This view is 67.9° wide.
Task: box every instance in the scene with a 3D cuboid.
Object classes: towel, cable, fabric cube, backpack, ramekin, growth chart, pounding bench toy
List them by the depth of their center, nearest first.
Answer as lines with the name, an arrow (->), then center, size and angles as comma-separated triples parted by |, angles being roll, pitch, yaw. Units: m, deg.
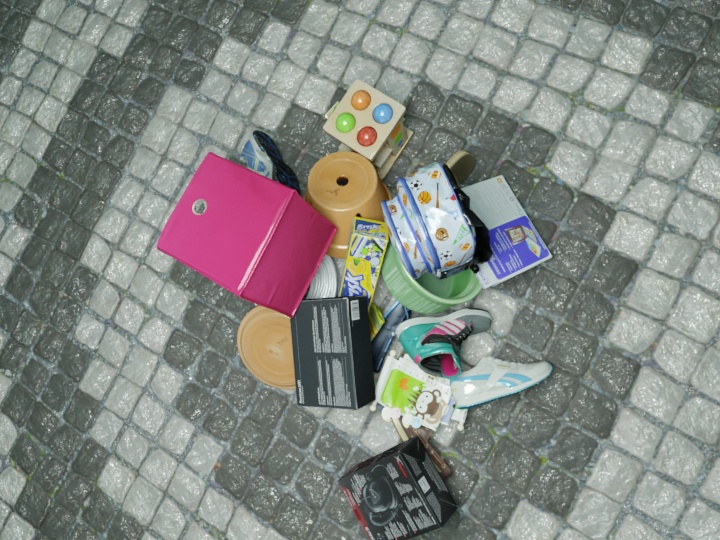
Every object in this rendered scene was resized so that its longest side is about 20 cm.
backpack -> 0.116, -0.082, 0.879 | 0.153, 0.191, 0.201 | -27, 77, -3
fabric cube -> -0.196, -0.058, 0.960 | 0.198, 0.200, 0.198 | 26, 84, 24
ramekin -> 0.135, -0.014, 1.034 | 0.198, 0.098, 0.202 | 11, 62, -21
growth chart -> 0.124, 0.239, 1.046 | 0.198, 0.018, 0.146 | 15, 69, -2
towel -> -0.017, 0.163, 1.089 | 0.018, 0.086, 0.201 | 31, 101, -16
pounding bench toy -> -0.010, -0.312, 1.120 | 0.199, 0.156, 0.125 | 35, 90, 15
cable -> -0.140, 0.029, 1.155 | 0.199, 0.069, 0.201 | -39, 77, 5

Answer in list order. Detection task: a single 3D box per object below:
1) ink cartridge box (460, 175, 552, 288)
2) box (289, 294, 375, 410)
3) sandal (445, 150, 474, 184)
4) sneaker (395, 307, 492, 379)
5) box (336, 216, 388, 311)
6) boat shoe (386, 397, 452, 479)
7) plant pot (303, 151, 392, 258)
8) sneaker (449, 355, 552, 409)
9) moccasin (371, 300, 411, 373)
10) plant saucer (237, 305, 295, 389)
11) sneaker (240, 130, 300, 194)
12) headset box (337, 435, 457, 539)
ink cartridge box -> 0.247, -0.074, 1.031 | 0.199, 0.043, 0.200 | -20, 76, -31
box -> -0.054, 0.152, 1.015 | 0.140, 0.079, 0.203 | -5, 89, 30
sandal -> 0.141, -0.177, 1.126 | 0.211, 0.078, 0.070 | -43, 44, -2
sneaker -> 0.177, 0.141, 1.012 | 0.198, 0.084, 0.121 | -8, 49, -14
box -> 0.000, 0.000, 1.044 | 0.069, 0.065, 0.202 | 10, 126, -5
boat shoe -> 0.115, 0.323, 1.059 | 0.071, 0.072, 0.201 | -28, 78, -3
plant pot -> -0.029, -0.144, 1.084 | 0.198, 0.140, 0.202 | -1, 65, 2
sneaker -> 0.267, 0.200, 1.020 | 0.198, 0.077, 0.082 | -15, 69, -4
moccasin -> 0.071, 0.121, 1.096 | 0.068, 0.080, 0.201 | 38, 107, 10
plant saucer -> -0.166, 0.160, 1.120 | 0.198, 0.032, 0.203 | 3, 109, 10
sneaker -> -0.203, -0.215, 1.209 | 0.077, 0.075, 0.201 | -35, 75, 30
headset box -> 0.060, 0.427, 1.017 | 0.200, 0.077, 0.150 | -40, 76, 36
